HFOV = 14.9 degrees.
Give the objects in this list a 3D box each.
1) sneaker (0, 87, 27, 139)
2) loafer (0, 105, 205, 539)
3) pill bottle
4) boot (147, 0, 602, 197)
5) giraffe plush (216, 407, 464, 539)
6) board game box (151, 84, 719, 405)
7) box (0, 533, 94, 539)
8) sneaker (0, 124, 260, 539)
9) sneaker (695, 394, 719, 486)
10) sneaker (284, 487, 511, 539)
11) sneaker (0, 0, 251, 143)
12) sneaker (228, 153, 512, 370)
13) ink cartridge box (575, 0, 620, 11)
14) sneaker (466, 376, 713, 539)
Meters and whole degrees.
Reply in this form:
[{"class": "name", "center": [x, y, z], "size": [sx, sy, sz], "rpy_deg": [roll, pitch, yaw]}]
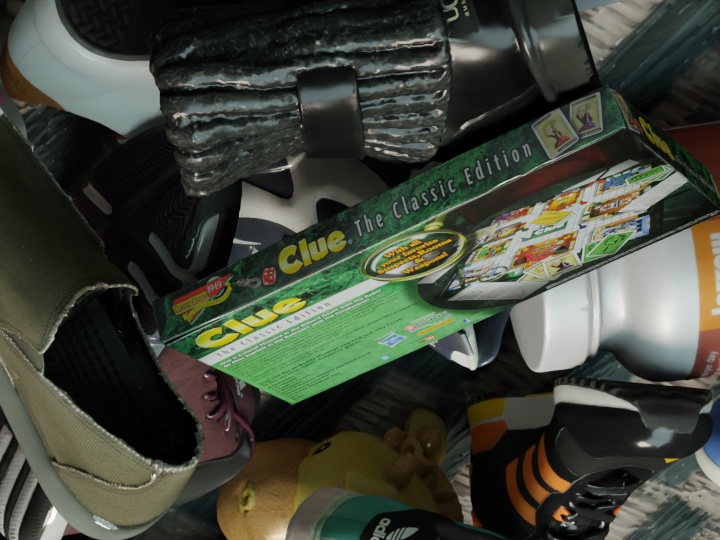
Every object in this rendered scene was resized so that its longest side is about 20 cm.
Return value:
[{"class": "sneaker", "center": [-0.189, 0.022, 1.116], "size": [0.075, 0.105, 0.201], "rpy_deg": [23, 129, 18]}, {"class": "loafer", "center": [-0.117, 0.004, 1.031], "size": [0.075, 0.201, 0.070], "rpy_deg": [-39, -170, -40]}, {"class": "pill bottle", "center": [0.167, -0.011, 1.223], "size": [0.199, 0.113, 0.113], "rpy_deg": [-9, 135, -8]}, {"class": "boot", "center": [0.012, -0.061, 1.043], "size": [0.157, 0.080, 0.211], "rpy_deg": [-18, 157, 6]}, {"class": "giraffe plush", "center": [-0.018, 0.149, 1.300], "size": [0.199, 0.173, 0.163], "rpy_deg": [5, 110, -12]}, {"class": "board game box", "center": [0.030, -0.005, 1.050], "size": [0.199, 0.024, 0.105], "rpy_deg": [-24, 156, 20]}, {"class": "box", "center": [-0.196, 0.196, 1.279], "size": [0.148, 0.125, 0.201], "rpy_deg": [-6, 135, -14]}, {"class": "sneaker", "center": [-0.076, 0.027, 1.138], "size": [0.115, 0.076, 0.201], "rpy_deg": [2, 127, -44]}, {"class": "sneaker", "center": [0.250, 0.031, 1.324], "size": [0.199, 0.077, 0.112], "rpy_deg": [-21, 143, -7]}, {"class": "sneaker", "center": [0.052, 0.158, 1.229], "size": [0.200, 0.080, 0.072], "rpy_deg": [34, 71, -45]}, {"class": "sneaker", "center": [-0.053, -0.087, 1.113], "size": [0.199, 0.073, 0.085], "rpy_deg": [7, 156, -31]}, {"class": "sneaker", "center": [0.000, 0.000, 1.159], "size": [0.198, 0.130, 0.080], "rpy_deg": [-25, 136, 3]}, {"class": "ink cartridge box", "center": [0.134, -0.153, 1.067], "size": [0.199, 0.050, 0.161], "rpy_deg": [-12, 168, -9]}, {"class": "sneaker", "center": [0.104, 0.099, 1.255], "size": [0.070, 0.091, 0.200], "rpy_deg": [5, 173, -19]}]
